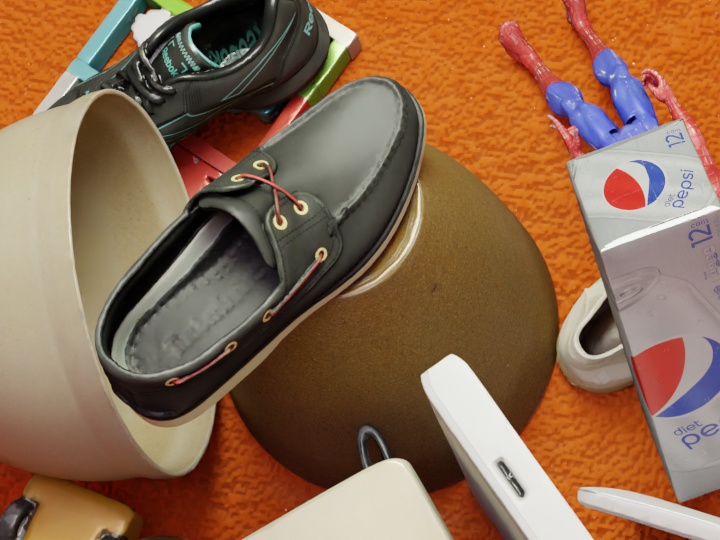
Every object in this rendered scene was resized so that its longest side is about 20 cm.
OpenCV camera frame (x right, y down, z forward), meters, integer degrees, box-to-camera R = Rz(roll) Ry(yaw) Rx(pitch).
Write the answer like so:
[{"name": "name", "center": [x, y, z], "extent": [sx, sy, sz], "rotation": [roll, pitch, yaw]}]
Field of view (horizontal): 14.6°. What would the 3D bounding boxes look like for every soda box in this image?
[{"name": "soda box", "center": [0.159, 0.024, 1.397], "extent": [0.063, 0.200, 0.068], "rotation": [-19, 46, 2]}]

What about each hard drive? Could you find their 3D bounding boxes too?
[{"name": "hard drive", "center": [0.086, 0.125, 1.378], "extent": [0.027, 0.200, 0.132], "rotation": [-35, 70, -3]}]

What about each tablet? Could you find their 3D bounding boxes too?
[{"name": "tablet", "center": [0.180, 0.128, 1.364], "extent": [0.130, 0.200, 0.014], "rotation": [17, 88, 14]}]

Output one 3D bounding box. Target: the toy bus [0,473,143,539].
[{"name": "toy bus", "center": [-0.176, 0.210, 1.458], "extent": [0.065, 0.078, 0.201], "rotation": [20, 76, 18]}]

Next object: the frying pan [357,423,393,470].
[{"name": "frying pan", "center": [0.049, 0.171, 1.380], "extent": [0.114, 0.031, 0.191], "rotation": [1, 83, 9]}]

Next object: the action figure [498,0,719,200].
[{"name": "action figure", "center": [0.139, -0.073, 1.485], "extent": [0.065, 0.052, 0.200], "rotation": [-30, 53, -3]}]

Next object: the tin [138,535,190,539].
[{"name": "tin", "center": [-0.121, 0.229, 1.426], "extent": [0.042, 0.112, 0.201], "rotation": [15, 73, 40]}]

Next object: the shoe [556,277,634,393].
[{"name": "shoe", "center": [0.189, -0.005, 1.482], "extent": [0.200, 0.053, 0.070], "rotation": [-37, 70, -4]}]

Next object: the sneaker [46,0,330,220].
[{"name": "sneaker", "center": [-0.113, -0.100, 1.528], "extent": [0.200, 0.079, 0.076], "rotation": [-33, 72, 0]}]

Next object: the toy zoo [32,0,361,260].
[{"name": "toy zoo", "center": [-0.109, -0.083, 1.574], "extent": [0.131, 0.020, 0.200], "rotation": [32, 80, 17]}]

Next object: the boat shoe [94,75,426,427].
[{"name": "boat shoe", "center": [-0.043, -0.015, 1.309], "extent": [0.074, 0.063, 0.201], "rotation": [39, 80, 21]}]

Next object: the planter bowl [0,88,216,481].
[{"name": "planter bowl", "center": [-0.170, 0.019, 1.453], "extent": [0.134, 0.200, 0.201], "rotation": [-12, 70, 15]}]

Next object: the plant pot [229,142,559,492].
[{"name": "plant pot", "center": [0.000, 0.000, 1.435], "extent": [0.185, 0.200, 0.187], "rotation": [-3, 70, 8]}]

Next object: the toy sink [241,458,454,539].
[{"name": "toy sink", "center": [0.006, 0.199, 1.308], "extent": [0.130, 0.112, 0.201], "rotation": [-29, 81, 6]}]
